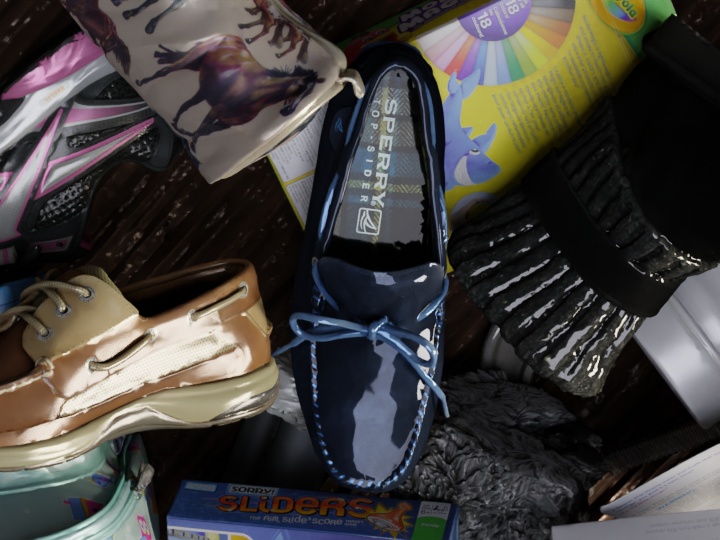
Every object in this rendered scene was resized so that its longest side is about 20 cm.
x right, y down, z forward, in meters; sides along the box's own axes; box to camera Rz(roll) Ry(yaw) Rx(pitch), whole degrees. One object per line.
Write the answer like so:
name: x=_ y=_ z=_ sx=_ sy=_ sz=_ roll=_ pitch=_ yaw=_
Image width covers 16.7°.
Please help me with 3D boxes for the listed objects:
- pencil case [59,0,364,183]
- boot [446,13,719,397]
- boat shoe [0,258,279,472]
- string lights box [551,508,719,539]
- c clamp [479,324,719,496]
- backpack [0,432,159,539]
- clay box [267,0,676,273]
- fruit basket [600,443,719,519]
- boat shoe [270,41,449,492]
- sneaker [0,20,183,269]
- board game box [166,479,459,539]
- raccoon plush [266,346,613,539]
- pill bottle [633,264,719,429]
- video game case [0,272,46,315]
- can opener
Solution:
pencil case: x=-0.086 y=-0.132 z=1.055 sx=0.089 sy=0.078 sz=0.200 roll=-39 pitch=90 yaw=23
boot: x=0.135 y=-0.005 z=1.051 sx=0.158 sy=0.211 sz=0.079 roll=-46 pitch=122 yaw=6
boat shoe: x=-0.122 y=0.034 z=1.031 sx=0.199 sy=0.075 sz=0.074 roll=-11 pitch=107 yaw=-41
string lights box: x=0.154 y=0.186 z=1.165 sx=0.102 sy=0.059 sz=0.200 roll=-6 pitch=147 yaw=8
c clamp: x=0.164 y=0.062 z=1.229 sx=0.199 sy=0.027 sz=0.172 roll=-14 pitch=114 yaw=-1
backpack: x=-0.179 y=0.124 z=1.120 sx=0.174 sy=0.200 sz=0.154 roll=-6 pitch=110 yaw=-3
clay box: x=0.058 y=-0.073 z=1.147 sx=0.199 sy=0.048 sz=0.115 roll=-25 pitch=113 yaw=3
fruit basket: x=0.234 y=0.083 z=1.147 sx=0.185 sy=0.094 sz=0.199 roll=-32 pitch=144 yaw=29
boat shoe: x=0.000 y=0.000 z=1.081 sx=0.083 sy=0.069 sz=0.202 roll=-3 pitch=94 yaw=-3
sneaker: x=-0.165 y=-0.029 z=1.115 sx=0.200 sy=0.080 sz=0.087 roll=-36 pitch=103 yaw=10
board game box: x=-0.021 y=0.198 z=1.173 sx=0.134 sy=0.035 sz=0.201 roll=5 pitch=119 yaw=9
raccoon plush: x=0.027 y=0.117 z=1.191 sx=0.199 sy=0.097 sz=0.135 roll=22 pitch=117 yaw=-2
pill bottle: x=0.215 y=-0.020 z=1.144 sx=0.200 sy=0.113 sz=0.113 roll=-37 pitch=113 yaw=3
video game case: x=-0.244 y=0.038 z=1.110 sx=0.199 sy=0.143 sz=0.018 roll=-16 pitch=92 yaw=0
can opener: x=-0.047 y=0.148 z=1.237 sx=0.067 sy=0.053 sz=0.201 roll=3 pitch=116 yaw=-40
